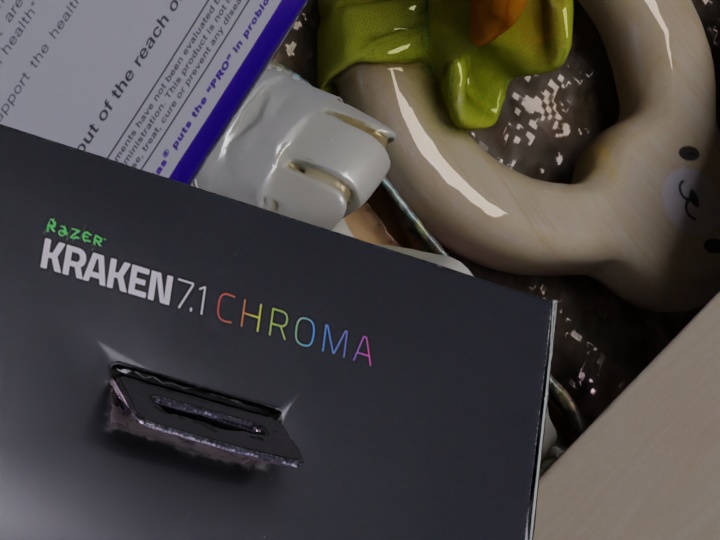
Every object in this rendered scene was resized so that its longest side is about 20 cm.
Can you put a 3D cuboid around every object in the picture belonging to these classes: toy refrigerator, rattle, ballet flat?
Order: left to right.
[{"bbox_3d":[0.000,0.000,0.798,0.200,0.071,0.069,47,60,-13],"label":"ballet flat"},{"bbox_3d":[0.065,0.103,0.754,0.076,0.070,0.200,31,62,29],"label":"toy refrigerator"},{"bbox_3d":[0.097,-0.053,0.838,0.200,0.143,0.130,40,41,-10],"label":"rattle"}]

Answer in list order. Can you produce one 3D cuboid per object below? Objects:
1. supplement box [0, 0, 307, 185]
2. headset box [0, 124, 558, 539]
[{"bbox_3d":[-0.113,-0.091,0.667,0.104,0.101,0.200,-58,144,-10],"label":"supplement box"},{"bbox_3d":[-0.075,0.043,0.663,0.174,0.200,0.093,18,69,-28],"label":"headset box"}]
